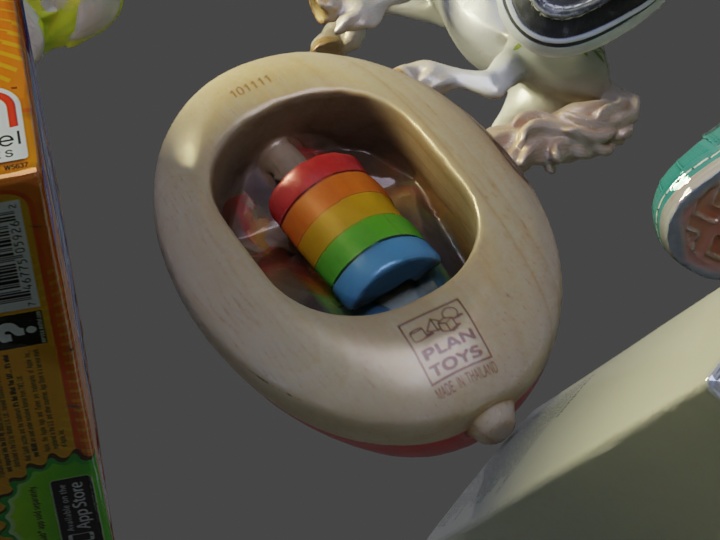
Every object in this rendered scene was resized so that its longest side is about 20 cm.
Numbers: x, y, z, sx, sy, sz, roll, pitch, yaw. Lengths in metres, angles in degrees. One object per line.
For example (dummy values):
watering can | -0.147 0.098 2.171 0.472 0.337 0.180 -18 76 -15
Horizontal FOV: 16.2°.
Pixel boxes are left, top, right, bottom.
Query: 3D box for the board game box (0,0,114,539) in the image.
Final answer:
board game box | -0.207 -0.020 0.894 0.199 0.200 0.200 -10 49 -6

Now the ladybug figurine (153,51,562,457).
ladybug figurine | 0.000 0.000 0.948 0.135 0.072 0.200 -24 51 -13

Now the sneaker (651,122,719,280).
sneaker | 0.192 -0.062 1.003 0.200 0.072 0.080 -25 36 -15

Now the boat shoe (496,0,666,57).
boat shoe | 0.126 -0.162 0.965 0.200 0.068 0.072 -44 88 9

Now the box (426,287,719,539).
box | 0.102 0.062 0.804 0.068 0.200 0.082 44 60 -3

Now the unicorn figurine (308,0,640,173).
unicorn figurine | 0.050 -0.113 1.056 0.137 0.074 0.200 -21 67 -16

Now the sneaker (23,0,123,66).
sneaker | -0.156 -0.136 1.089 0.200 0.076 0.105 -22 39 -25
